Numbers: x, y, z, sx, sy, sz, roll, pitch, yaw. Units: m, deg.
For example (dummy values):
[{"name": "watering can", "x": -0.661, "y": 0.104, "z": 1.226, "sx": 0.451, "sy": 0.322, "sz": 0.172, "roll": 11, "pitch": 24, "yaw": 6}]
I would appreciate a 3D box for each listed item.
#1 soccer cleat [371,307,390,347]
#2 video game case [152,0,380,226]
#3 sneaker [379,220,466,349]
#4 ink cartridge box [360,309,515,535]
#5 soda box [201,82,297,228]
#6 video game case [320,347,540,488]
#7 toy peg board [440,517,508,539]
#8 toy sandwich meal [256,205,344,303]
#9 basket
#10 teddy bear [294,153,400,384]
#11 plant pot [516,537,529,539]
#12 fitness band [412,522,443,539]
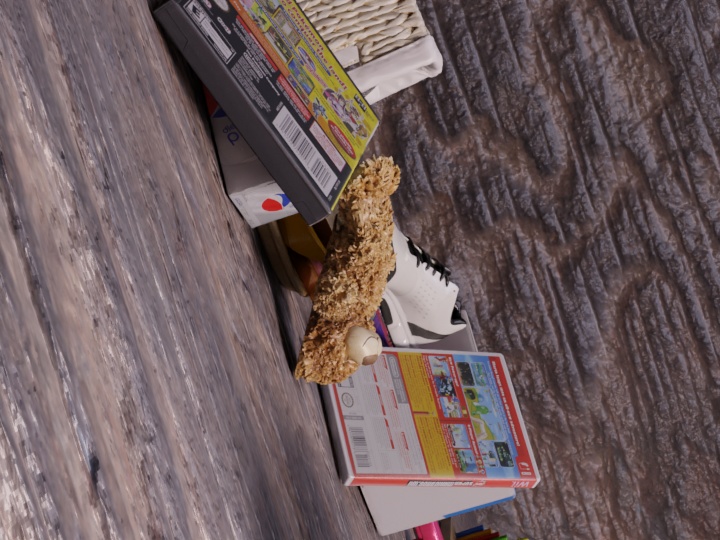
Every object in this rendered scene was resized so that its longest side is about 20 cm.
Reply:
[{"name": "soccer cleat", "x": -0.006, "y": 0.083, "z": 1.611, "sx": 0.200, "sy": 0.076, "sz": 0.067, "roll": 58, "pitch": -44, "yaw": 48}, {"name": "video game case", "x": -0.067, "y": -0.156, "z": 1.278, "sx": 0.201, "sy": 0.025, "sz": 0.181, "roll": 53, "pitch": 27, "yaw": -16}, {"name": "sneaker", "x": 0.046, "y": 0.000, "z": 1.521, "sx": 0.201, "sy": 0.079, "sz": 0.074, "roll": 65, "pitch": 11, "yaw": -52}, {"name": "ink cartridge box", "x": 0.063, "y": 0.149, "z": 1.641, "sx": 0.201, "sy": 0.144, "sz": 0.085, "roll": -101, "pitch": 173, "yaw": -50}, {"name": "soda box", "x": -0.092, "y": -0.142, "z": 1.340, "sx": 0.068, "sy": 0.063, "sz": 0.202, "roll": 59, "pitch": 15, "yaw": -65}, {"name": "video game case", "x": 0.061, "y": 0.135, "z": 1.511, "sx": 0.017, "sy": 0.198, "sz": 0.144, "roll": 122, "pitch": -36, "yaw": -45}, {"name": "toy peg board", "x": 0.190, "y": 0.464, "z": 2.377, "sx": 0.199, "sy": 0.097, "sz": 0.202, "roll": -29, "pitch": 102, "yaw": -86}, {"name": "toy sandwich meal", "x": -0.055, "y": -0.064, "z": 1.460, "sx": 0.205, "sy": 0.070, "sz": 0.207, "roll": -17, "pitch": 90, "yaw": -86}, {"name": "basket", "x": -0.035, "y": -0.237, "z": 1.610, "sx": 0.200, "sy": 0.196, "sz": 0.162, "roll": -54, "pitch": 122, "yaw": -84}, {"name": "teddy bear", "x": 0.000, "y": 0.000, "z": 1.353, "sx": 0.145, "sy": 0.066, "sz": 0.202, "roll": 89, "pitch": 16, "yaw": -79}, {"name": "plant pot", "x": 0.103, "y": 0.306, "z": 1.100, "sx": 0.181, "sy": 0.198, "sz": 0.202, "roll": 11, "pitch": -57, "yaw": 62}, {"name": "fitness band", "x": 0.083, "y": 0.328, "z": 1.936, "sx": 0.144, "sy": 0.037, "sz": 0.202, "roll": -98, "pitch": 171, "yaw": -67}]
